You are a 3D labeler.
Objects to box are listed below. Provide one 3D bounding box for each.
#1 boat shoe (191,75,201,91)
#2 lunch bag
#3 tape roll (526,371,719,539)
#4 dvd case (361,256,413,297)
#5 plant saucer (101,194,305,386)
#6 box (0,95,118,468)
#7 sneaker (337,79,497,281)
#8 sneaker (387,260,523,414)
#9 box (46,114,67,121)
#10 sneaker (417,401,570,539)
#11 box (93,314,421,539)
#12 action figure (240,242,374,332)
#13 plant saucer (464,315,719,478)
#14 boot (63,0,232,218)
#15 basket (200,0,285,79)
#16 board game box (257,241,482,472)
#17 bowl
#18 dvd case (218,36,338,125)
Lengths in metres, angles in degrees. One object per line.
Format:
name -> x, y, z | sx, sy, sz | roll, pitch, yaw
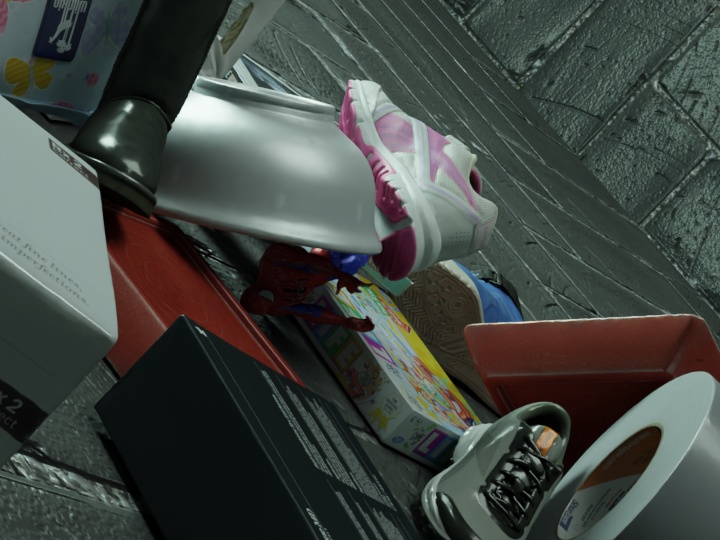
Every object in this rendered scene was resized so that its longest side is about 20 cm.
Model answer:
boat shoe -> -0.096, -0.076, 1.879 | 0.200, 0.072, 0.071 | 39, -11, 32
lunch bag -> -0.218, -0.203, 1.633 | 0.169, 0.127, 0.202 | 11, 71, -44
tape roll -> 0.191, 0.164, 1.710 | 0.066, 0.200, 0.200 | 43, 11, -9
dvd case -> -0.043, -0.053, 2.027 | 0.146, 0.022, 0.200 | 39, 3, -24
plant saucer -> -0.120, 0.021, 1.546 | 0.200, 0.037, 0.199 | 50, 12, 26
box -> -0.223, -0.022, 1.098 | 0.199, 0.131, 0.200 | 39, 12, -22
sneaker -> 0.036, -0.064, 1.787 | 0.087, 0.082, 0.201 | -2, 39, -21
sneaker -> 0.080, 0.030, 2.100 | 0.200, 0.077, 0.112 | 42, 17, -33
box -> -0.230, -0.208, 1.801 | 0.200, 0.101, 0.112 | 47, 12, 12
sneaker -> 0.096, 0.144, 1.714 | 0.074, 0.079, 0.200 | 48, 26, -9
box -> -0.038, 0.134, 1.325 | 0.141, 0.079, 0.200 | 37, 14, -46
action figure -> 0.000, 0.000, 1.798 | 0.099, 0.066, 0.199 | 29, 37, 30
plant saucer -> 0.192, 0.119, 1.866 | 0.200, 0.199, 0.037 | 60, 41, -34
boot -> -0.116, -0.140, 1.566 | 0.072, 0.201, 0.182 | 32, 4, -17
basket -> -0.167, -0.257, 2.125 | 0.123, 0.136, 0.200 | 45, 11, 25
board game box -> 0.017, 0.068, 1.861 | 0.134, 0.034, 0.200 | 30, 18, -50
bowl -> -0.073, -0.077, 1.697 | 0.199, 0.091, 0.201 | 12, 6, -1
dvd case -> -0.054, -0.127, 2.329 | 0.200, 0.025, 0.151 | 33, 17, -43
